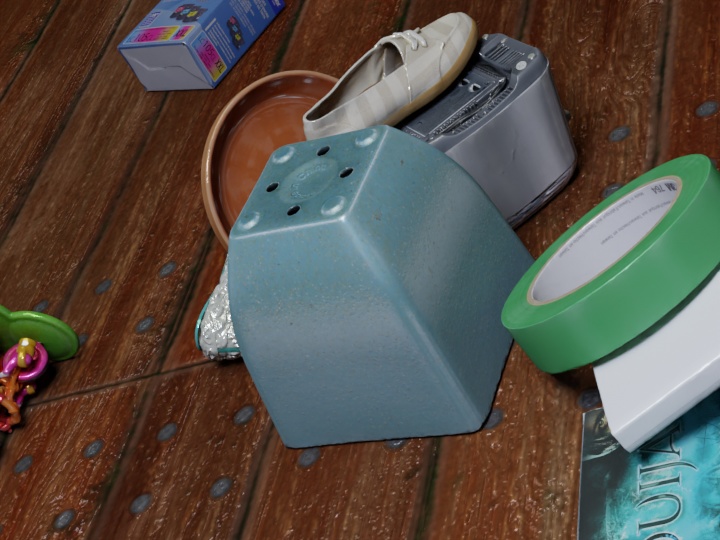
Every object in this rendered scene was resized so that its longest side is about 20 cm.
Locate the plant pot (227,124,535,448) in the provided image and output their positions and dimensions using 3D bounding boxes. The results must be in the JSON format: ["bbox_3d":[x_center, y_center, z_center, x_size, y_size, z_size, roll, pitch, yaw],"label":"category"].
[{"bbox_3d":[0.000,0.000,1.292,0.195,0.201,0.197,-9,39,32],"label":"plant pot"}]

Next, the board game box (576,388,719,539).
[{"bbox_3d":[0.210,0.159,1.063,0.134,0.028,0.201,-16,35,23],"label":"board game box"}]

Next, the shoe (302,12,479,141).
[{"bbox_3d":[0.027,-0.167,1.386,0.200,0.054,0.070,-44,35,-18],"label":"shoe"}]

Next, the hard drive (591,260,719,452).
[{"bbox_3d":[0.251,0.031,1.104,0.199,0.027,0.132,-39,18,16],"label":"hard drive"}]

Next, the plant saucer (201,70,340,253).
[{"bbox_3d":[-0.053,-0.081,1.454,0.200,0.201,0.032,-46,15,-22],"label":"plant saucer"}]

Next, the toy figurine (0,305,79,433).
[{"bbox_3d":[-0.389,0.134,1.542,0.198,0.151,0.186,4,56,9],"label":"toy figurine"}]

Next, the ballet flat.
[{"bbox_3d":[-0.098,0.007,1.499,0.071,0.072,0.201,-10,44,30],"label":"ballet flat"}]

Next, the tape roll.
[{"bbox_3d":[0.198,-0.006,1.206,0.200,0.048,0.201,-40,11,9],"label":"tape roll"}]

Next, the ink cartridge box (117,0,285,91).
[{"bbox_3d":[-0.189,-0.316,1.990,0.136,0.077,0.200,4,45,42],"label":"ink cartridge box"}]

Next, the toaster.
[{"bbox_3d":[0.100,-0.105,1.413,0.199,0.130,0.113,-39,32,-12],"label":"toaster"}]
